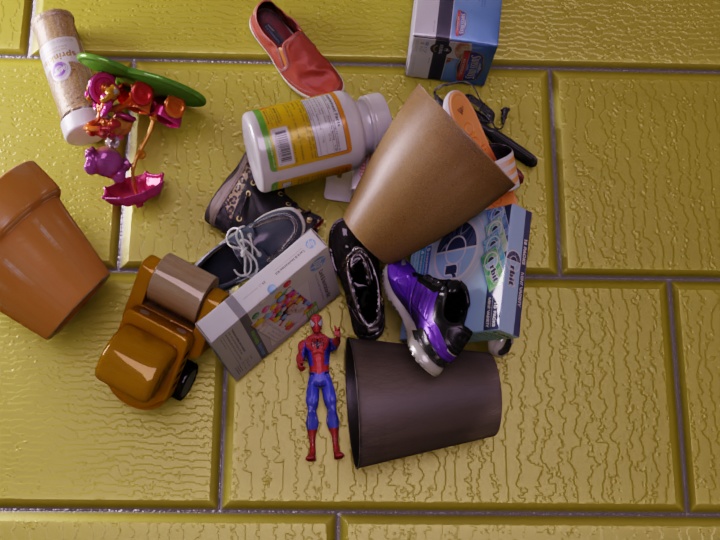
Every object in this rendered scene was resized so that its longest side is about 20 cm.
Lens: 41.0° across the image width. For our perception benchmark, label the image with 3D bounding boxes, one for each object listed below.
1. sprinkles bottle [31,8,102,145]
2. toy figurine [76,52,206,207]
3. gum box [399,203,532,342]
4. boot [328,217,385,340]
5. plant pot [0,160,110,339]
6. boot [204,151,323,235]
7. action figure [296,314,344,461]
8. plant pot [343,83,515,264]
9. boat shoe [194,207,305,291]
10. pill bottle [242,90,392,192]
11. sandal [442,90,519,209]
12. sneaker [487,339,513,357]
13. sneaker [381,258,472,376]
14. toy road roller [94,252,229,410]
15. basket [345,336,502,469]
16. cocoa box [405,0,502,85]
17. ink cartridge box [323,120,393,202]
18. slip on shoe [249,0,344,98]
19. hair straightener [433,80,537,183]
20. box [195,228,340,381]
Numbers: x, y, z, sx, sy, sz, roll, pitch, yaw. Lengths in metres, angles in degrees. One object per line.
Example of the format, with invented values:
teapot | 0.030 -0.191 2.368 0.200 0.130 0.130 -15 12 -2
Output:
sprinkles bottle | -0.438 -0.291 1.450 0.067 0.068 0.203 -19 76 -7
toy figurine | -0.336 -0.187 1.384 0.198 0.149 0.188 18 85 -39
gum box | 0.142 0.011 1.328 0.044 0.198 0.173 20 72 -35
boot | 0.000 0.000 1.329 0.068 0.174 0.204 -16 75 -3
plant pot | -0.452 -0.014 1.323 0.183 0.200 0.201 43 77 -7
boot | -0.116 -0.112 1.409 0.150 0.073 0.201 37 81 9
action figure | -0.055 0.154 1.331 0.064 0.099 0.204 -4 73 -4
plant pot | 0.077 -0.110 1.297 0.187 0.186 0.200 46 100 10
boat shoe | -0.166 -0.023 1.350 0.197 0.062 0.076 -27 89 17
pill bottle | -0.058 -0.185 1.341 0.196 0.111 0.113 -15 76 -12
sandal | 0.184 -0.167 1.398 0.079 0.059 0.209 -40 109 -37
sneaker | 0.178 0.039 1.363 0.079 0.076 0.202 -2 47 6
sneaker | 0.099 0.040 1.286 0.099 0.069 0.202 -43 42 20
toy road roller | -0.273 0.091 1.289 0.121 0.146 0.203 25 104 5
basket | 0.084 0.172 1.312 0.195 0.137 0.183 -3 59 -8
cocoa box | 0.146 -0.407 1.467 0.128 0.134 0.204 7 75 0
ink cartridge box | 0.048 -0.156 1.430 0.195 0.068 0.119 6 75 0
slip on shoe | -0.100 -0.334 1.477 0.074 0.061 0.201 -38 81 -13
hair straightener | 0.193 -0.223 1.474 0.199 0.041 0.077 41 77 13
box | -0.121 0.051 1.321 0.199 0.157 0.041 -41 67 -13
